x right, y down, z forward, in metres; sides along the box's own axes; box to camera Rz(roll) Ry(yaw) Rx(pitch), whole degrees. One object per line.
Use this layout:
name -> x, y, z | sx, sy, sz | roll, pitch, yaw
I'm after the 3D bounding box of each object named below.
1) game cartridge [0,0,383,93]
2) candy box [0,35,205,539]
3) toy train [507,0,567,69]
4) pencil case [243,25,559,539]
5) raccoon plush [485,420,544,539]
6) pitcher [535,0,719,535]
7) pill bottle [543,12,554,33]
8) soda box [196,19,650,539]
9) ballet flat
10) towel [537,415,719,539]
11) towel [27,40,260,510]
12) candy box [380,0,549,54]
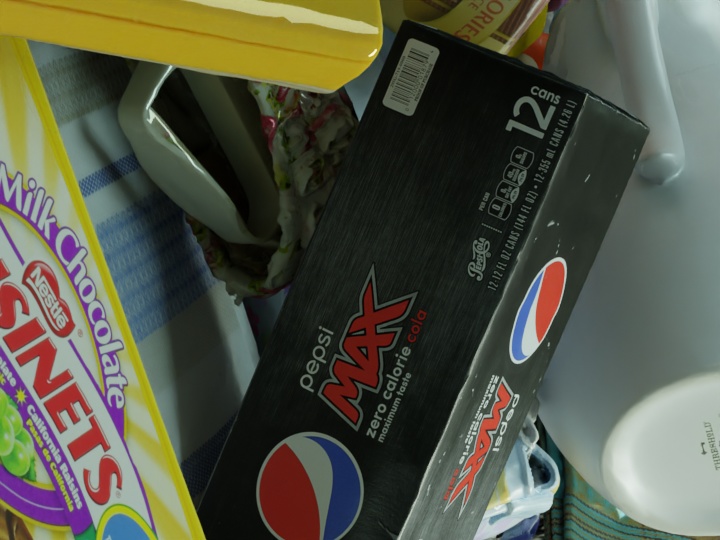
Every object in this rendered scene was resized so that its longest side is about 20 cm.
game cartridge -> -0.091, -0.143, 0.661 | 0.200, 0.032, 0.176 | 8, 64, -35
candy box -> -0.090, 0.039, 0.653 | 0.102, 0.026, 0.200 | -36, 110, -57
toy train -> 0.067, -0.133, 0.964 | 0.150, 0.056, 0.200 | -8, 118, -66
pencil case -> 0.000, 0.000, 0.853 | 0.083, 0.091, 0.200 | -9, 76, -36
raccoon plush -> 0.082, 0.094, 0.958 | 0.200, 0.134, 0.097 | -28, 103, -71
pitcher -> 0.104, -0.027, 0.873 | 0.200, 0.121, 0.172 | -94, 166, -46
pill bottle -> 0.121, -0.138, 1.146 | 0.114, 0.200, 0.114 | -15, 90, -71
soda box -> 0.011, 0.033, 0.758 | 0.200, 0.063, 0.071 | -66, 158, 3
ballet flat -> -0.054, -0.073, 0.748 | 0.064, 0.076, 0.200 | -49, 120, -33
towel -> 0.130, 0.060, 0.958 | 0.147, 0.022, 0.200 | 15, 49, -19
towel -> -0.083, -0.021, 0.755 | 0.147, 0.024, 0.200 | -43, 116, -69
candy box -> -0.005, -0.165, 0.805 | 0.200, 0.117, 0.056 | 37, 25, -2
